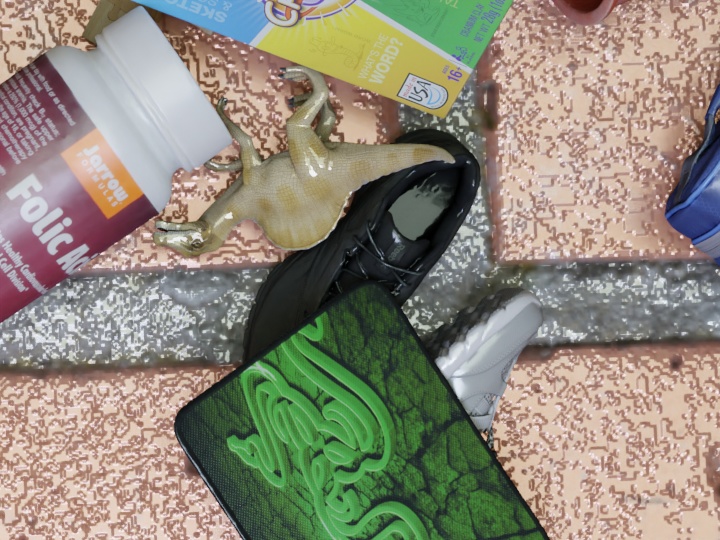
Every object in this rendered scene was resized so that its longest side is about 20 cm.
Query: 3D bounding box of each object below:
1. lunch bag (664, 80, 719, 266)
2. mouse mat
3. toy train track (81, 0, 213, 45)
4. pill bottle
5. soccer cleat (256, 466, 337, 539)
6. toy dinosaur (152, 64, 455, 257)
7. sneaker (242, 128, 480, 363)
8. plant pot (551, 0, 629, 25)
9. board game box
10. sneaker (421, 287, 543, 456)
[{"bbox_3d":[0.272,-0.085,1.750,0.132,0.136,0.200,35,84,-3],"label":"lunch bag"},{"bbox_3d":[0.005,0.124,1.677,0.161,0.008,0.200,-36,93,-26],"label":"mouse mat"},{"bbox_3d":[-0.161,-0.207,1.768,0.200,0.033,0.115,34,116,4],"label":"toy train track"},{"bbox_3d":[-0.180,-0.056,1.713,0.200,0.114,0.114,-35,90,-1],"label":"pill bottle"},{"bbox_3d":[-0.002,0.182,1.715,0.073,0.068,0.201,-32,110,-9],"label":"soccer cleat"},{"bbox_3d":[-0.028,-0.064,1.745,0.199,0.058,0.102,-18,69,23],"label":"toy dinosaur"},{"bbox_3d":[0.000,0.000,1.743,0.076,0.091,0.200,34,86,-11],"label":"sneaker"},{"bbox_3d":[0.200,-0.262,1.735,0.194,0.201,0.202,-14,88,-13],"label":"plant pot"},{"bbox_3d":[-0.014,-0.178,1.677,0.199,0.153,0.040,20,50,-9],"label":"board game box"},{"bbox_3d":[0.050,0.099,1.759,0.082,0.075,0.200,36,96,-8],"label":"sneaker"}]
